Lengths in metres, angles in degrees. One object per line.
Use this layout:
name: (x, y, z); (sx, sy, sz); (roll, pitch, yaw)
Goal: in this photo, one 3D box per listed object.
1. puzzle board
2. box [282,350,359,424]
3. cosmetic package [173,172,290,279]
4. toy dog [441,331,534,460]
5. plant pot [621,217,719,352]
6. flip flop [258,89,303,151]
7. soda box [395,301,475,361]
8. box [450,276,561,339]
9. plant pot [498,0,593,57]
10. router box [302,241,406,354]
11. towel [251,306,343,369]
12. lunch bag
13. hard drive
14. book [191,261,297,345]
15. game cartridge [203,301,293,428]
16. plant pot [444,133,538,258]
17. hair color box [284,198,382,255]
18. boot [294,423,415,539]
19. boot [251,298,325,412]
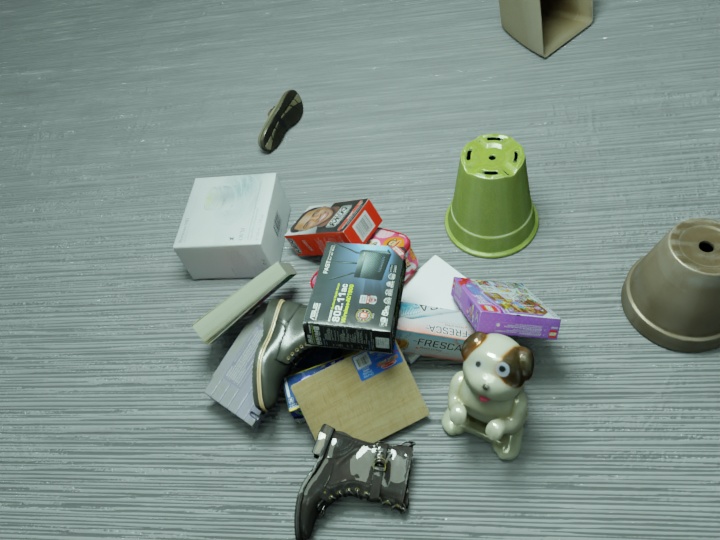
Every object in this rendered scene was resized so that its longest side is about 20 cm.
puzzle board: (0.000, 0.222, 1.012); (0.198, 0.017, 0.153); (-26, 92, -3)
box: (-0.036, 0.203, 1.062); (0.197, 0.065, 0.071); (-19, 53, -3)
cosmetic package: (-0.276, -0.097, 1.293); (0.196, 0.124, 0.202); (-3, 54, 11)
toy dog: (0.218, 0.182, 0.938); (0.138, 0.201, 0.194); (28, 65, 27)
plant pot: (0.565, 0.010, 1.007); (0.196, 0.175, 0.202); (-6, 52, 8)
flip flop: (-0.214, -0.390, 1.526); (0.057, 0.081, 0.202); (10, 62, 36)
soda box: (0.139, 0.111, 1.053); (0.196, 0.064, 0.069); (10, 44, -3)
box: (0.246, 0.062, 1.029); (0.134, 0.040, 0.200); (6, 15, -5)
plant pot: (0.471, -0.713, 1.541); (0.199, 0.201, 0.177); (-37, 45, -16)
router box: (-0.005, 0.041, 1.021); (0.147, 0.063, 0.202); (3, 46, 10)
towel: (-0.129, 0.132, 1.143); (0.197, 0.049, 0.113); (6, 57, 16)
lunch bag: (0.000, 0.000, 1.184); (0.175, 0.083, 0.200); (20, 58, 43)
hard drive: (0.123, 0.072, 1.147); (0.199, 0.026, 0.132); (-40, 57, -16)
book: (-0.217, 0.056, 1.140); (0.199, 0.134, 0.048); (-39, 89, 2)
game cartridge: (-0.188, 0.171, 1.092); (0.128, 0.038, 0.201); (25, 74, 27)
plant pot: (0.263, -0.162, 1.182); (0.196, 0.191, 0.203); (-5, 54, 8)
hair color box: (-0.059, -0.087, 1.220); (0.198, 0.062, 0.102); (-1, 43, 48)
boot: (-0.006, 0.354, 0.946); (0.171, 0.069, 0.203); (16, 75, 7)
boot: (-0.107, 0.146, 1.028); (0.136, 0.078, 0.203); (2, 68, 10)
